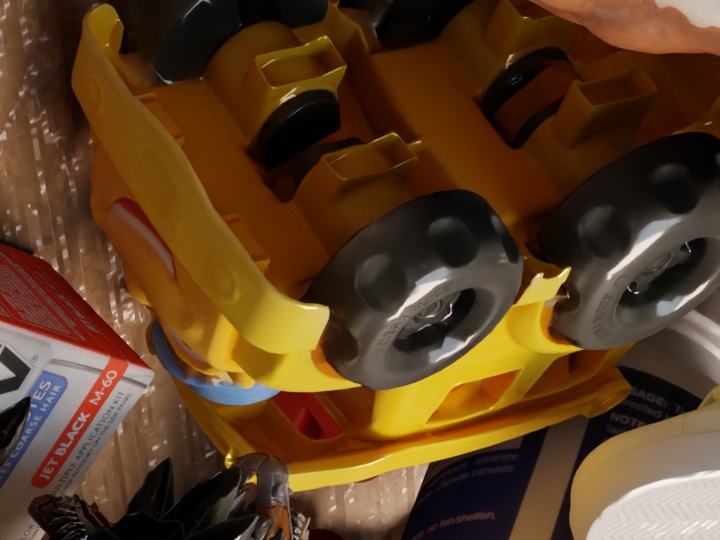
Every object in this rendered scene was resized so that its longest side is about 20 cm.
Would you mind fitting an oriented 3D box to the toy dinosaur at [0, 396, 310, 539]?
[{"bbox_3d":[-0.072,0.110,0.765,0.200,0.102,0.136,-73,164,-50],"label":"toy dinosaur"}]

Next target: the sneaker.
[{"bbox_3d":[0.133,0.041,0.935,0.199,0.116,0.074,-1,138,-32],"label":"sneaker"}]

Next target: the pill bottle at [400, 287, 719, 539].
[{"bbox_3d":[0.072,0.094,0.972,0.116,0.115,0.200,84,21,-45],"label":"pill bottle"}]

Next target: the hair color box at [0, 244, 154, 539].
[{"bbox_3d":[-0.158,0.035,0.778,0.200,0.064,0.111,22,106,-52],"label":"hair color box"}]

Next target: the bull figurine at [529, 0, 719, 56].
[{"bbox_3d":[0.055,-0.100,0.777,0.121,0.200,0.065,16,102,-36],"label":"bull figurine"}]

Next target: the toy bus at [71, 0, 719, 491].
[{"bbox_3d":[0.000,0.000,0.879,0.199,0.136,0.192,-14,147,-37],"label":"toy bus"}]

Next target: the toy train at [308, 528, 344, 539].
[{"bbox_3d":[-0.031,0.155,1.025,0.199,0.085,0.116,8,133,-42],"label":"toy train"}]
